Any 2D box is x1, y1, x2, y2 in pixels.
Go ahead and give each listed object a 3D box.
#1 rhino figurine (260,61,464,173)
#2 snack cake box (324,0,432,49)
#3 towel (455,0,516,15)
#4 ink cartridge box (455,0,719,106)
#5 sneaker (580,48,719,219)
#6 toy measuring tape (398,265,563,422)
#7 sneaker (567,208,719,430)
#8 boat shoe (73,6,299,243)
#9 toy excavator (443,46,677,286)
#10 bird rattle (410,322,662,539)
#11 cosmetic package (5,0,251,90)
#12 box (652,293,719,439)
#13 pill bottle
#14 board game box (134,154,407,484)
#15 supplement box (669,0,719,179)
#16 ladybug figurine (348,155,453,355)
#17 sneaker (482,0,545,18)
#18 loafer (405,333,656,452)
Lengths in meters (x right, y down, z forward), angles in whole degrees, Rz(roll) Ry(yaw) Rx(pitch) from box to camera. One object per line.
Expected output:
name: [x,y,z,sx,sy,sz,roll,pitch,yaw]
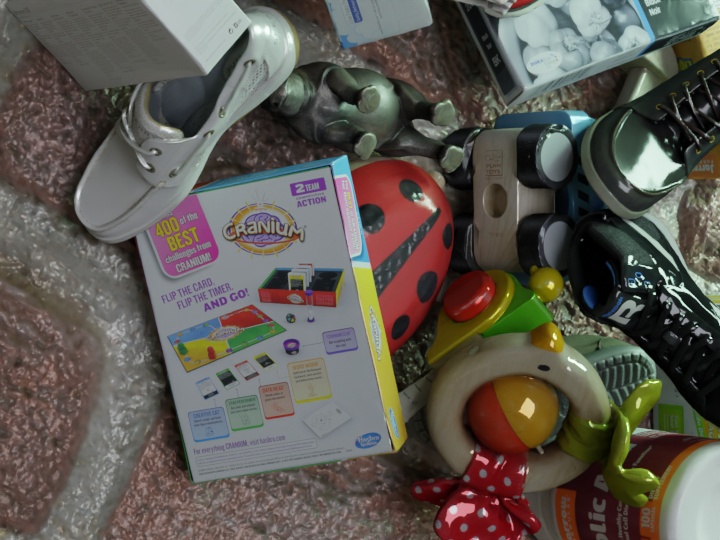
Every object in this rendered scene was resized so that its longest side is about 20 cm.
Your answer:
rhino figurine: [-0.019,-0.114,1.412,0.199,0.087,0.060,9,103,-44]
snack cake box: [-0.009,-0.266,1.357,0.067,0.115,0.201,-15,59,6]
towel: [0.079,-0.275,1.431,0.201,0.190,0.032,-54,141,-18]
ink cartridge box: [0.148,-0.243,1.513,0.197,0.043,0.201,-22,81,-28]
sneaker: [0.236,-0.114,1.472,0.075,0.106,0.200,50,39,-3]
toy measuring tape: [0.061,0.056,1.459,0.199,0.074,0.074,-36,112,12]
sneaker: [0.212,0.045,1.429,0.112,0.073,0.201,-2,51,-54]
boat shoe: [-0.128,-0.098,1.321,0.200,0.069,0.071,-47,73,17]
toy excavator: [0.164,-0.087,1.543,0.199,0.099,0.196,-1,91,-44]
bird rattle: [0.115,0.113,1.432,0.164,0.199,0.113,56,31,-24]
cosmetic package: [-0.150,-0.164,1.286,0.083,0.200,0.051,46,71,-23]
box: [0.303,0.121,1.606,0.101,0.112,0.202,-3,91,-30]
pill bottle: [0.213,0.175,1.503,0.113,0.200,0.115,0,91,-30]
board game box: [-0.062,0.035,1.379,0.040,0.152,0.202,-38,117,-72]
supplement box: [0.276,-0.175,1.609,0.068,0.066,0.202,-21,101,-28]
ladybug figurine: [0.000,0.000,1.450,0.136,0.072,0.200,46,70,-22]
sneaker: [0.147,-0.256,1.443,0.200,0.085,0.077,-41,90,-28]
loafer: [0.122,0.090,1.531,0.198,0.070,0.076,-7,110,-16]
